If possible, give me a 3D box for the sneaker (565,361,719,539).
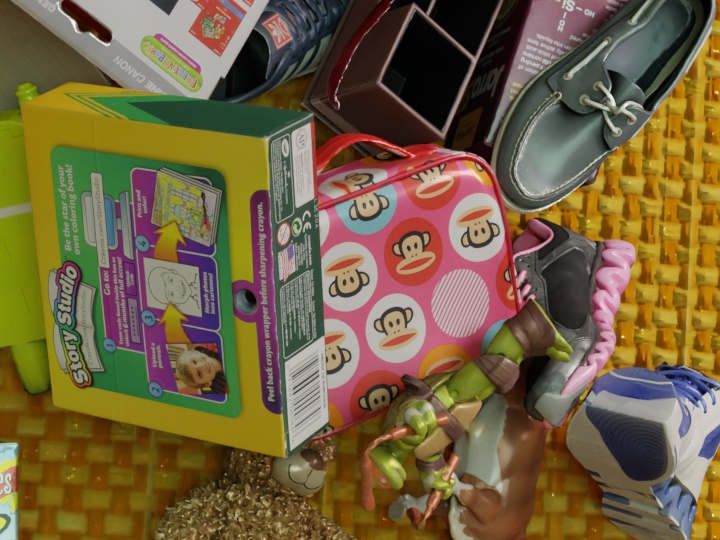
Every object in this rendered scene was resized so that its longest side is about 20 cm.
[{"bbox_3d":[0.206,0.101,1.390,0.081,0.199,0.115,16,64,24],"label":"sneaker"}]

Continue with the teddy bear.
[{"bbox_3d":[-0.070,0.187,1.349,0.145,0.067,0.200,38,78,-11],"label":"teddy bear"}]

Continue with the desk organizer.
[{"bbox_3d":[0.044,-0.179,1.370,0.072,0.077,0.200,38,62,-29],"label":"desk organizer"}]

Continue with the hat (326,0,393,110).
[{"bbox_3d":[0.018,-0.220,1.336,0.166,0.200,0.176,40,107,21],"label":"hat"}]

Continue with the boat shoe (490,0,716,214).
[{"bbox_3d":[0.161,-0.119,1.322,0.073,0.062,0.200,45,76,-8],"label":"boat shoe"}]

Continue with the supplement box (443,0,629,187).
[{"bbox_3d":[0.136,-0.158,1.408,0.086,0.110,0.200,20,80,-12],"label":"supplement box"}]

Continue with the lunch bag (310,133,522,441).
[{"bbox_3d":[0.000,0.000,1.284,0.200,0.082,0.176,-19,109,-22],"label":"lunch bag"}]

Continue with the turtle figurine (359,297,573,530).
[{"bbox_3d":[0.055,0.088,1.251,0.161,0.200,0.064,-40,68,-5],"label":"turtle figurine"}]

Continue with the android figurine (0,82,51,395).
[{"bbox_3d":[-0.205,-0.021,1.289,0.182,0.041,0.200,-12,107,19],"label":"android figurine"}]

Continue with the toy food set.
[{"bbox_3d":[-0.213,-0.102,1.319,0.143,0.060,0.200,-36,95,24],"label":"toy food set"}]

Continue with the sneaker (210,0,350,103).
[{"bbox_3d":[-0.055,-0.163,1.372,0.200,0.085,0.075,-37,95,-15],"label":"sneaker"}]

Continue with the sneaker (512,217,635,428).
[{"bbox_3d":[0.125,0.029,1.373,0.095,0.200,0.079,30,123,-5],"label":"sneaker"}]

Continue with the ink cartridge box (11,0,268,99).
[{"bbox_3d":[-0.155,-0.208,1.246,0.200,0.084,0.176,39,71,-31],"label":"ink cartridge box"}]

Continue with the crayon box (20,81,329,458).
[{"bbox_3d":[-0.109,-0.002,1.197,0.058,0.173,0.200,-34,128,-53],"label":"crayon box"}]

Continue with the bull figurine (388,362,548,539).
[{"bbox_3d":[0.086,0.138,1.386,0.121,0.065,0.200,25,69,-45],"label":"bull figurine"}]

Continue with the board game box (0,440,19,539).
[{"bbox_3d":[-0.272,0.209,1.274,0.103,0.105,0.200,0,86,-15],"label":"board game box"}]
